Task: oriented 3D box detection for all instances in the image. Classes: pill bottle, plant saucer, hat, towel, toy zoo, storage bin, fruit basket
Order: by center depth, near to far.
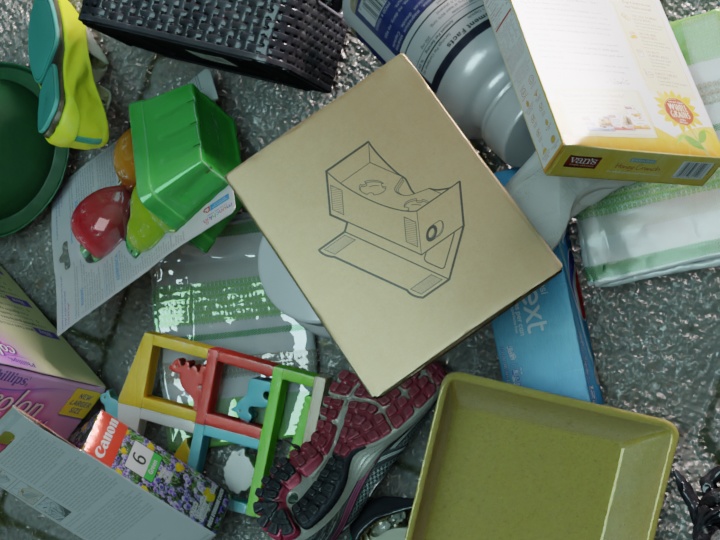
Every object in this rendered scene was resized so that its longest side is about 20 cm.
[{"bbox_3d":[0.126,0.191,1.301,0.199,0.048,0.201,14,89,-16],"label":"plant saucer"},{"bbox_3d":[0.000,0.000,1.337,0.114,0.200,0.115,-2,84,19],"label":"pill bottle"},{"bbox_3d":[0.238,-0.095,1.350,0.149,0.031,0.201,-11,79,16],"label":"towel"},{"bbox_3d":[0.084,-0.176,1.353,0.111,0.111,0.200,-47,61,10],"label":"pill bottle"},{"bbox_3d":[-0.119,-0.222,1.432,0.200,0.135,0.094,16,90,20],"label":"storage bin"},{"bbox_3d":[-0.131,0.130,1.443,0.199,0.020,0.132,14,96,16],"label":"toy zoo"},{"bbox_3d":[-0.187,-0.057,1.452,0.200,0.094,0.186,-40,40,23],"label":"fruit basket"},{"bbox_3d":[-0.111,0.050,1.462,0.149,0.031,0.201,-8,83,19],"label":"towel"},{"bbox_3d":[-0.363,-0.120,1.474,0.200,0.176,0.166,24,91,27],"label":"hat"}]

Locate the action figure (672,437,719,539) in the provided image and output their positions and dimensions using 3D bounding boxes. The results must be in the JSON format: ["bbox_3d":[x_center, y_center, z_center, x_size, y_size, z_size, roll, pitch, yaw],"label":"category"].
[{"bbox_3d":[0.311,0.166,1.268,0.200,0.102,0.119,-39,76,9],"label":"action figure"}]

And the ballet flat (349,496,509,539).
[{"bbox_3d":[0.083,0.210,1.359,0.199,0.073,0.073,-7,83,18],"label":"ballet flat"}]

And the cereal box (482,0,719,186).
[{"bbox_3d":[0.177,-0.155,1.273,0.040,0.144,0.200,122,142,-47],"label":"cereal box"}]

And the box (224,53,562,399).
[{"bbox_3d":[0.022,-0.034,1.219,0.163,0.021,0.200,-35,76,0],"label":"box"}]

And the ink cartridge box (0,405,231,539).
[{"bbox_3d":[-0.219,0.171,1.403,0.200,0.050,0.109,36,134,-16],"label":"ink cartridge box"}]

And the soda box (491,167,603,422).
[{"bbox_3d":[0.140,0.020,1.359,0.068,0.064,0.201,-13,81,16],"label":"soda box"}]

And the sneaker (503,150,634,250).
[{"bbox_3d":[0.149,-0.067,1.299,0.200,0.088,0.075,-40,94,-27],"label":"sneaker"}]

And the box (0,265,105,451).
[{"bbox_3d":[-0.350,0.060,1.452,0.200,0.176,0.097,44,100,28],"label":"box"}]

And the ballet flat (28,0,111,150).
[{"bbox_3d":[-0.255,-0.173,1.502,0.067,0.067,0.200,-57,32,31],"label":"ballet flat"}]

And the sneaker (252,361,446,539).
[{"bbox_3d":[-0.006,0.146,1.389,0.200,0.075,0.081,-46,53,-11],"label":"sneaker"}]
